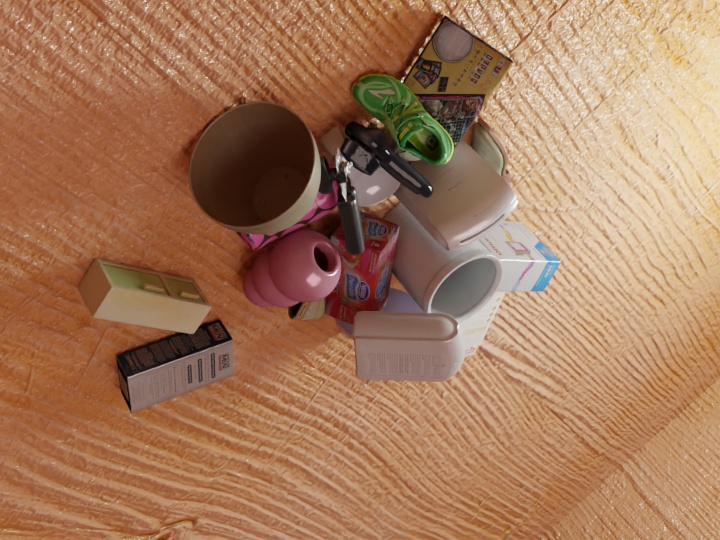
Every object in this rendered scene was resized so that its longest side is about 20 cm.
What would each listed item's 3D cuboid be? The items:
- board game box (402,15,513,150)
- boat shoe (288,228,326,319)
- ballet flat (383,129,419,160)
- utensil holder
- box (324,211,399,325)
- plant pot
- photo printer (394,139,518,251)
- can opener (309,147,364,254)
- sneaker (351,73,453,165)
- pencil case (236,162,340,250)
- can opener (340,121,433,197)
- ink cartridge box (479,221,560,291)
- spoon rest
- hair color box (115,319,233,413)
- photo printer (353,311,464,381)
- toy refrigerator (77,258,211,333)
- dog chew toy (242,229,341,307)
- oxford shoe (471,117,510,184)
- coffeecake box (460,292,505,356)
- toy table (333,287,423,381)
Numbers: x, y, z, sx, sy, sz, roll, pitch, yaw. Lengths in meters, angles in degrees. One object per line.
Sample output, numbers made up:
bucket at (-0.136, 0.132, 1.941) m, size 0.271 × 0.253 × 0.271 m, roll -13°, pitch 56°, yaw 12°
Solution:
board game box at (0.140, -0.298, 1.577) m, size 0.135 × 0.035 × 0.200 m, roll 32°, pitch 111°, yaw -8°
boat shoe at (-0.099, 0.016, 1.729) m, size 0.066 × 0.074 × 0.201 m, roll -15°, pitch 132°, yaw -23°
ballet flat at (0.118, -0.225, 1.671) m, size 0.199 × 0.067 × 0.068 m, roll -20°, pitch 139°, yaw -25°
utensil holder at (0.142, -0.022, 1.790) m, size 0.169 × 0.200 × 0.170 m, roll -22°, pitch 139°, yaw -21°
box at (0.000, 0.000, 1.748) m, size 0.096 × 0.099 × 0.200 m, roll -56°, pitch 161°, yaw -45°
plant pot at (-0.143, -0.138, 1.452) m, size 0.200 × 0.200 × 0.134 m, roll -40°, pitch 157°, yaw 1°
photo printer at (0.170, -0.134, 1.698) m, size 0.166 × 0.200 × 0.070 m, roll -34°, pitch 143°, yaw -6°
can opener at (-0.032, -0.113, 1.555) m, size 0.066 × 0.053 × 0.200 m, roll -9°, pitch 130°, yaw 9°
sneaker at (0.073, -0.245, 1.539) m, size 0.200 × 0.084 × 0.074 m, roll 38°, pitch 110°, yaw -9°
pencil case at (-0.116, -0.112, 1.576) m, size 0.200 × 0.091 × 0.094 m, roll -30°, pitch 133°, yaw -16°
can opener at (0.046, -0.181, 1.587) m, size 0.200 × 0.063 × 0.079 m, roll 31°, pitch 98°, yaw -37°
ink cartridge box at (0.287, -0.031, 1.948) m, size 0.199 × 0.145 × 0.085 m, roll 0°, pitch 128°, yaw -40°
spoon rest at (0.002, -0.168, 1.632) m, size 0.099 × 0.061 × 0.200 m, roll -34°, pitch 142°, yaw 13°
hair color box at (-0.329, 0.170, 1.702) m, size 0.199 × 0.061 × 0.100 m, roll -18°, pitch 139°, yaw -25°
photo printer at (0.089, 0.140, 1.727) m, size 0.199 × 0.070 × 0.167 m, roll 1°, pitch 146°, yaw 4°
toy refrigerator at (-0.346, 0.042, 1.545) m, size 0.200 × 0.076 × 0.070 m, roll 16°, pitch 117°, yaw -47°
dog chew toy at (-0.127, 0.008, 1.636) m, size 0.124 × 0.125 × 0.200 m, roll 9°, pitch 156°, yaw -45°
oxford shoe at (0.233, -0.204, 1.789) m, size 0.074 × 0.071 × 0.200 m, roll -33°, pitch 142°, yaw -4°
coffeecake box at (0.212, 0.100, 2.077) m, size 0.153 × 0.073 × 0.200 m, roll -8°, pitch 133°, yaw -35°
toy table at (0.049, 0.114, 1.889) m, size 0.117 × 0.199 × 0.184 m, roll 84°, pitch 30°, yaw -59°
